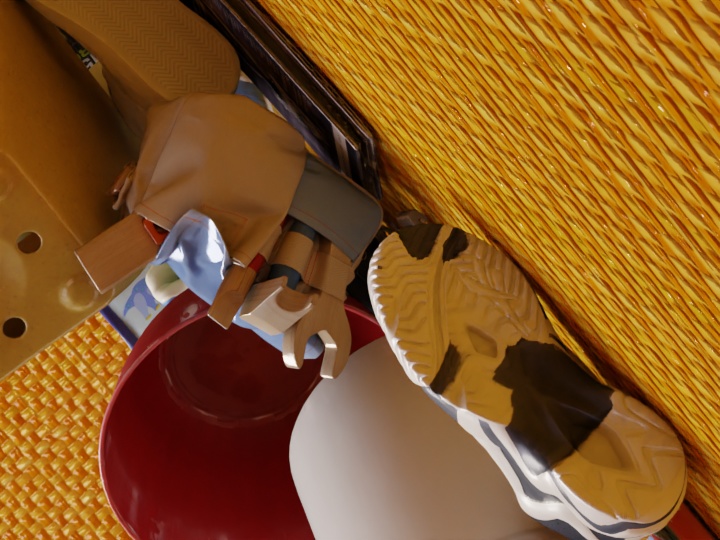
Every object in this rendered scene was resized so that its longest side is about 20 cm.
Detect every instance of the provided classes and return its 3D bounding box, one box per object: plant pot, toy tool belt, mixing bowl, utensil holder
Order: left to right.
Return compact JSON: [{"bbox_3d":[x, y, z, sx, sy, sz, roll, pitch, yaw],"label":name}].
[{"bbox_3d":[-0.225,-0.036,1.629,0.195,0.195,0.200,53,-177,-30],"label":"plant pot"},{"bbox_3d":[-0.061,0.073,1.729,0.200,0.200,0.109,51,-169,-31],"label":"mixing bowl"},{"bbox_3d":[-0.050,0.000,1.584,0.200,0.123,0.125,34,163,-19],"label":"toy tool belt"},{"bbox_3d":[0.061,0.150,1.610,0.170,0.169,0.200,52,-174,-43],"label":"utensil holder"}]

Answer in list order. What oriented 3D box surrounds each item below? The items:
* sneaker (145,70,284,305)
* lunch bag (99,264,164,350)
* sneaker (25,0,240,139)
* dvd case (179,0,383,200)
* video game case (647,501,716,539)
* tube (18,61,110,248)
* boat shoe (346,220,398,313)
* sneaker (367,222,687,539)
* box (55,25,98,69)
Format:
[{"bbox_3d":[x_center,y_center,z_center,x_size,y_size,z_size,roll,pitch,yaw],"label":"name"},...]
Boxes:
[{"bbox_3d":[-0.090,-0.056,1.775,0.076,0.077,0.201,40,142,38],"label":"sneaker"},{"bbox_3d":[-0.120,-0.014,2.151,0.200,0.170,0.128,48,176,33],"label":"lunch bag"},{"bbox_3d":[-0.148,-0.143,1.677,0.200,0.074,0.116,47,165,12],"label":"sneaker"},{"bbox_3d":[-0.059,-0.125,1.609,0.200,0.016,0.149,49,174,10],"label":"dvd case"},{"bbox_3d":[0.201,0.177,1.648,0.200,0.017,0.143,49,176,-11],"label":"video game case"},{"bbox_3d":[-0.164,-0.085,1.779,0.052,0.200,0.058,48,177,-36],"label":"tube"},{"bbox_3d":[0.000,0.000,1.798,0.075,0.062,0.200,36,171,48],"label":"boat shoe"},{"bbox_3d":[0.082,0.069,1.475,0.199,0.080,0.130,37,163,18],"label":"sneaker"},{"bbox_3d":[-0.233,-0.186,1.847,0.200,0.160,0.044,45,175,29],"label":"box"}]
